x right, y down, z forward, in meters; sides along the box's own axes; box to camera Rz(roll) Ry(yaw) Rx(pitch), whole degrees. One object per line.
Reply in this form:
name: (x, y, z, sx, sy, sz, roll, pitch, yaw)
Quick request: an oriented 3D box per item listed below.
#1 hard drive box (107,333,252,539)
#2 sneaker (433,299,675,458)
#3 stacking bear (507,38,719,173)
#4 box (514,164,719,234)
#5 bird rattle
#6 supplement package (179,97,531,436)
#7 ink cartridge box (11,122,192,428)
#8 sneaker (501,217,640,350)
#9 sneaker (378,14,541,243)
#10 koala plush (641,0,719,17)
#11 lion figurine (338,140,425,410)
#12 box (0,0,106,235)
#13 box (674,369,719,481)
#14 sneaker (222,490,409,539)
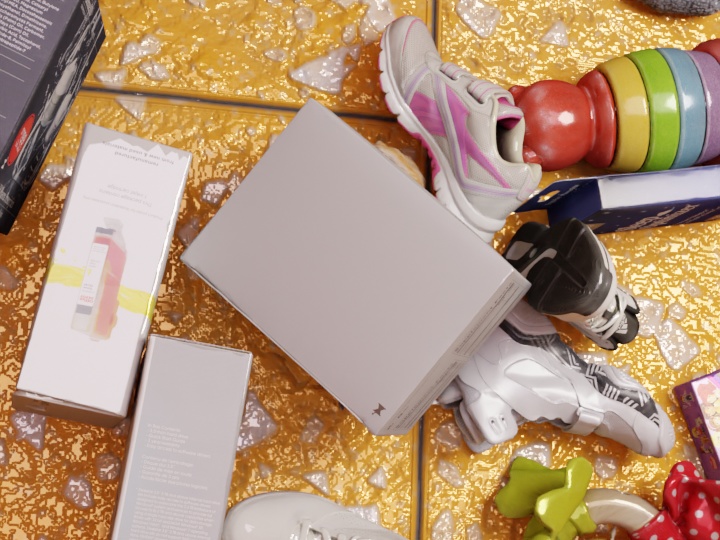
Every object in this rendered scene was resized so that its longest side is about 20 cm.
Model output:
hard drive box: (-0.139, 0.160, 1.056, 0.076, 0.156, 0.201, 11, 77, -9)
sneaker: (0.150, 0.114, 1.171, 0.200, 0.075, 0.115, 37, 75, 2)
stacking bear: (0.221, -0.130, 1.216, 0.199, 0.114, 0.122, -8, 81, -9)
box: (0.237, -0.058, 1.195, 0.199, 0.121, 0.033, -5, 81, -13)
bird rattle: (0.204, 0.223, 1.163, 0.199, 0.113, 0.164, 13, 98, -13)
supplement package: (-0.001, 0.000, 1.077, 0.200, 0.111, 0.156, 41, 95, 13)
ink cartridge box: (-0.193, 0.011, 1.077, 0.083, 0.145, 0.201, 15, 77, -10)
sneaker: (0.187, 0.017, 1.135, 0.115, 0.200, 0.076, 31, 93, -12)
sneaker: (0.086, -0.127, 1.174, 0.088, 0.081, 0.201, -32, 79, 27)
koala plush: (0.314, -0.322, 1.220, 0.177, 0.200, 0.184, 36, 75, -4)
lion figurine: (0.000, 0.000, 1.160, 0.122, 0.072, 0.200, 35, 79, 7)
box: (-0.272, -0.134, 1.046, 0.104, 0.200, 0.183, 25, 85, -6)
box: (0.365, 0.169, 1.222, 0.136, 0.039, 0.201, -18, 84, -14)
sneaker: (-0.006, 0.218, 1.108, 0.199, 0.088, 0.076, 18, 78, -8)
